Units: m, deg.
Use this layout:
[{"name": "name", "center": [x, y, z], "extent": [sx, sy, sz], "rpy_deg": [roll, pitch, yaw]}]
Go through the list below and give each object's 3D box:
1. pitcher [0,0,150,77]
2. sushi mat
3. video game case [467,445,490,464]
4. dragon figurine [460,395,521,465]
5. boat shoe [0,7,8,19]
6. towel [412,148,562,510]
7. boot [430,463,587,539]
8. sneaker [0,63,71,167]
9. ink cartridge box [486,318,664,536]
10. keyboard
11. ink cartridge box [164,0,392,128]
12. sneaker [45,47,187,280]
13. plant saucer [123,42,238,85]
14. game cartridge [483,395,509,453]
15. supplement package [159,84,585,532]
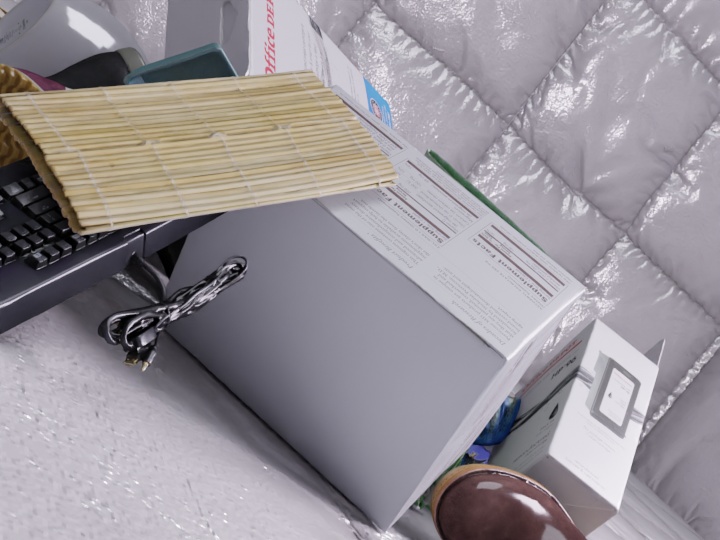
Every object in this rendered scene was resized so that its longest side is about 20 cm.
[{"name": "pitcher", "center": [-0.202, -0.113, 0.907], "extent": [0.200, 0.121, 0.172], "rpy_deg": [51, 3, -34]}, {"name": "sushi mat", "center": [-0.077, -0.066, 0.597], "extent": [0.198, 0.012, 0.096], "rpy_deg": [-12, 53, -39]}, {"name": "video game case", "center": [0.057, 0.130, 1.034], "extent": [0.199, 0.046, 0.181], "rpy_deg": [38, 3, -27]}, {"name": "dragon figurine", "center": [0.083, 0.102, 0.882], "extent": [0.099, 0.201, 0.059], "rpy_deg": [-5, -50, 49]}, {"name": "boat shoe", "center": [-0.338, -0.204, 1.004], "extent": [0.200, 0.074, 0.066], "rpy_deg": [41, -9, 3]}, {"name": "towel", "center": [0.045, 0.042, 0.789], "extent": [0.023, 0.202, 0.153], "rpy_deg": [2, 34, -44]}, {"name": "boot", "center": [0.139, 0.207, 0.692], "extent": [0.200, 0.072, 0.166], "rpy_deg": [42, 0, -24]}, {"name": "sneaker", "center": [-0.170, -0.076, 0.712], "extent": [0.198, 0.076, 0.090], "rpy_deg": [18, 2, 20]}, {"name": "ink cartridge box", "center": [0.158, 0.121, 0.876], "extent": [0.068, 0.116, 0.200], "rpy_deg": [37, 41, -2]}, {"name": "keyboard", "center": [-0.116, -0.018, 0.550], "extent": [0.127, 0.021, 0.200], "rpy_deg": [39, 34, 9]}, {"name": "ink cartridge box", "center": [-0.055, -0.116, 0.862], "extent": [0.200, 0.084, 0.146], "rpy_deg": [42, 32, -43]}, {"name": "sneaker", "center": [-0.176, -0.050, 0.806], "extent": [0.202, 0.105, 0.075], "rpy_deg": [66, -20, 11]}, {"name": "plant saucer", "center": [-0.082, -0.073, 0.778], "extent": [0.201, 0.069, 0.019], "rpy_deg": [59, 23, -47]}, {"name": "game cartridge", "center": [0.136, 0.145, 1.041], "extent": [0.133, 0.041, 0.200], "rpy_deg": [37, 3, 19]}, {"name": "supplement package", "center": [0.000, 0.020, 0.688], "extent": [0.200, 0.157, 0.111], "rpy_deg": [40, 37, 14]}]
